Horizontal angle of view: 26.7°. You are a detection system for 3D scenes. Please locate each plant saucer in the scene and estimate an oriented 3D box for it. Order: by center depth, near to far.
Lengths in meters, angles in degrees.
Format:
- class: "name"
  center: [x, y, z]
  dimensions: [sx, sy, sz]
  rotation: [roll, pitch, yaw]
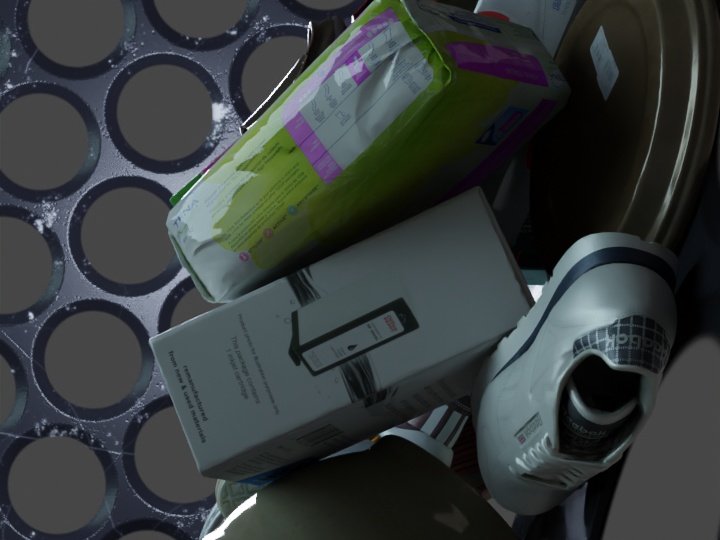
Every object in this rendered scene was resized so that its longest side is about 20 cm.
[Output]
- class: "plant saucer"
  center: [0.137, -0.076, 0.830]
  dimensions: [0.200, 0.029, 0.203]
  rotation: [-169, 90, -76]

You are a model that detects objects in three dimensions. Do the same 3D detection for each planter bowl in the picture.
- class: "planter bowl"
  center: [0.015, 0.184, 0.893]
  dimensions: [0.135, 0.200, 0.200]
  rotation: [-47, -6, -16]

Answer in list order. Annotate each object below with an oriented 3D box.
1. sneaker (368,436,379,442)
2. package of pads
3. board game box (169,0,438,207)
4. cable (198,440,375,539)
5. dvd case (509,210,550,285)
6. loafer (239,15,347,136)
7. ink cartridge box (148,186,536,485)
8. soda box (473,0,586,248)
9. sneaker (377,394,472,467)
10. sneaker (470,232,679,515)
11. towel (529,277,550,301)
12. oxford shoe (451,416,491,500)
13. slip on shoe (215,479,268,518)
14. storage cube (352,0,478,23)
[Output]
- class: "sneaker"
  center: [0.015, 0.131, 1.150]
  dimensions: [0.078, 0.200, 0.077]
  rotation: [-44, -12, -10]
- class: "package of pads"
  center: [0.003, -0.061, 0.842]
  dimensions: [0.200, 0.069, 0.154]
  rotation: [-43, -20, 26]
- class: "board game box"
  center: [-0.021, -0.093, 0.974]
  dimensions: [0.200, 0.040, 0.153]
  rotation: [-41, -2, 5]
- class: "cable"
  center: [-0.017, 0.216, 1.082]
  dimensions: [0.069, 0.198, 0.202]
  rotation: [-50, -21, -71]
- class: "dvd case"
  center: [0.073, -0.079, 1.030]
  dimensions: [0.022, 0.144, 0.202]
  rotation: [66, -149, -50]
- class: "loafer"
  center: [-0.055, -0.110, 1.142]
  dimensions: [0.073, 0.070, 0.202]
  rotation: [97, -173, -63]
- class: "ink cartridge box"
  center: [0.001, 0.043, 0.859]
  dimensions: [0.146, 0.198, 0.085]
  rotation: [51, -166, -76]
- class: "soda box"
  center: [0.097, -0.121, 0.942]
  dimensions: [0.068, 0.063, 0.202]
  rotation: [20, -87, -65]
- class: "sneaker"
  center: [0.048, 0.054, 1.103]
  dimensions: [0.116, 0.075, 0.200]
  rotation: [-54, 31, 12]
- class: "sneaker"
  center: [0.101, 0.072, 0.756]
  dimensions: [0.201, 0.075, 0.081]
  rotation: [106, 170, -48]
- class: "towel"
  center: [0.124, 0.055, 0.962]
  dimensions: [0.200, 0.030, 0.151]
  rotation: [157, 127, -85]
- class: "oxford shoe"
  center: [0.092, 0.106, 1.154]
  dimensions: [0.201, 0.070, 0.075]
  rotation: [-86, -25, -50]
- class: "slip on shoe"
  center: [-0.009, 0.179, 1.006]
  dimensions: [0.074, 0.199, 0.061]
  rotation: [-55, 12, 6]
- class: "storage cube"
  center: [0.086, -0.142, 1.210]
  dimensions: [0.180, 0.197, 0.173]
  rotation: [96, -172, -63]
